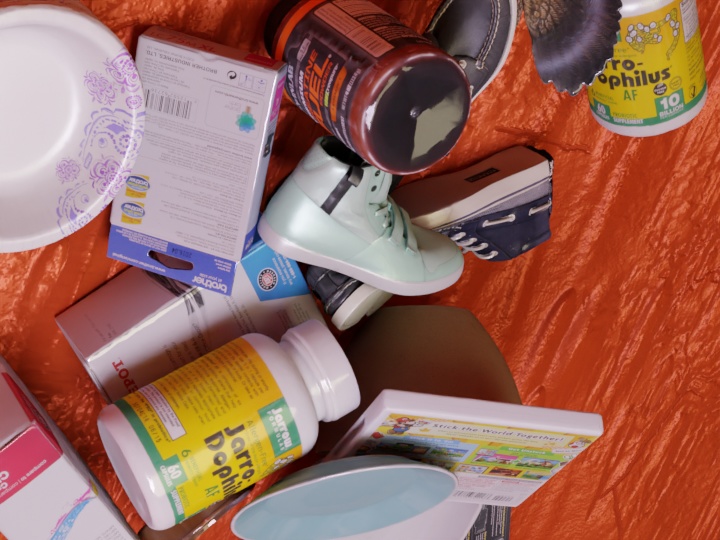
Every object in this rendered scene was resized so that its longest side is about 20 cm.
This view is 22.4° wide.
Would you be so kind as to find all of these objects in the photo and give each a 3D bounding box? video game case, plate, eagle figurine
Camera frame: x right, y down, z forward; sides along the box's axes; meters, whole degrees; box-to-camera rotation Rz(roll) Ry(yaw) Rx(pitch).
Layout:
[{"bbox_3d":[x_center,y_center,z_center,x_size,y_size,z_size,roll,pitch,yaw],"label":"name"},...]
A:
[{"bbox_3d":[0.082,0.156,1.574,0.199,0.023,0.182,8,151,-18],"label":"video game case"},{"bbox_3d":[-0.015,0.192,1.559,0.199,0.026,0.200,-10,157,-4],"label":"plate"},{"bbox_3d":[0.133,-0.258,1.542,0.150,0.152,0.201,-21,113,18],"label":"eagle figurine"}]

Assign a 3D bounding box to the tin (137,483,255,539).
[{"bbox_3d":[-0.149,0.218,1.636,0.112,0.042,0.200,-43,176,-11],"label":"tin"}]

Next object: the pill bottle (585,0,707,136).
[{"bbox_3d":[0.249,-0.231,1.654,0.112,0.113,0.201,-29,130,-15],"label":"pill bottle"}]

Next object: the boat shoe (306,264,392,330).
[{"bbox_3d":[-0.002,0.002,1.631,0.075,0.066,0.199,-50,173,22],"label":"boat shoe"}]

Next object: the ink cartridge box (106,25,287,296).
[{"bbox_3d":[-0.136,-0.089,1.490,0.119,0.042,0.201,16,112,8],"label":"ink cartridge box"}]

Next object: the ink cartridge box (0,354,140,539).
[{"bbox_3d":[-0.278,0.171,1.526,0.085,0.148,0.200,-36,130,-9],"label":"ink cartridge box"}]

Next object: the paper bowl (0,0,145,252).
[{"bbox_3d":[-0.272,-0.123,1.379,0.200,0.104,0.202,-17,126,-25],"label":"paper bowl"}]

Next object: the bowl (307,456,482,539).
[{"bbox_3d":[-0.003,0.248,1.738,0.199,0.075,0.200,4,129,-34],"label":"bowl"}]

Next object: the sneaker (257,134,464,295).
[{"bbox_3d":[0.025,-0.051,1.527,0.200,0.074,0.118,13,125,-33],"label":"sneaker"}]

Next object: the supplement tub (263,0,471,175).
[{"bbox_3d":[-0.003,-0.161,1.469,0.106,0.200,0.107,-16,123,-25],"label":"supplement tub"}]

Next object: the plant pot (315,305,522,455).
[{"bbox_3d":[0.059,0.104,1.704,0.199,0.200,0.135,7,80,-36],"label":"plant pot"}]

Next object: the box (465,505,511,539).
[{"bbox_3d":[0.080,0.252,1.885,0.160,0.044,0.201,-17,125,-25],"label":"box"}]

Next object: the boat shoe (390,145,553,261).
[{"bbox_3d":[0.099,-0.041,1.694,0.199,0.075,0.093,-20,119,-23],"label":"boat shoe"}]

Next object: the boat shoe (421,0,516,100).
[{"bbox_3d":[0.063,-0.162,1.518,0.200,0.074,0.060,-55,170,35],"label":"boat shoe"}]

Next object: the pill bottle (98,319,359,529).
[{"bbox_3d":[-0.106,0.122,1.510,0.199,0.113,0.113,-27,129,-17],"label":"pill bottle"}]

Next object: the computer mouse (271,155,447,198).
[{"bbox_3d":[0.000,-0.107,1.608,0.199,0.046,0.141,-33,132,-12],"label":"computer mouse"}]

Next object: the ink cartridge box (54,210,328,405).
[{"bbox_3d":[-0.142,0.053,1.586,0.199,0.086,0.147,-33,130,-10],"label":"ink cartridge box"}]
